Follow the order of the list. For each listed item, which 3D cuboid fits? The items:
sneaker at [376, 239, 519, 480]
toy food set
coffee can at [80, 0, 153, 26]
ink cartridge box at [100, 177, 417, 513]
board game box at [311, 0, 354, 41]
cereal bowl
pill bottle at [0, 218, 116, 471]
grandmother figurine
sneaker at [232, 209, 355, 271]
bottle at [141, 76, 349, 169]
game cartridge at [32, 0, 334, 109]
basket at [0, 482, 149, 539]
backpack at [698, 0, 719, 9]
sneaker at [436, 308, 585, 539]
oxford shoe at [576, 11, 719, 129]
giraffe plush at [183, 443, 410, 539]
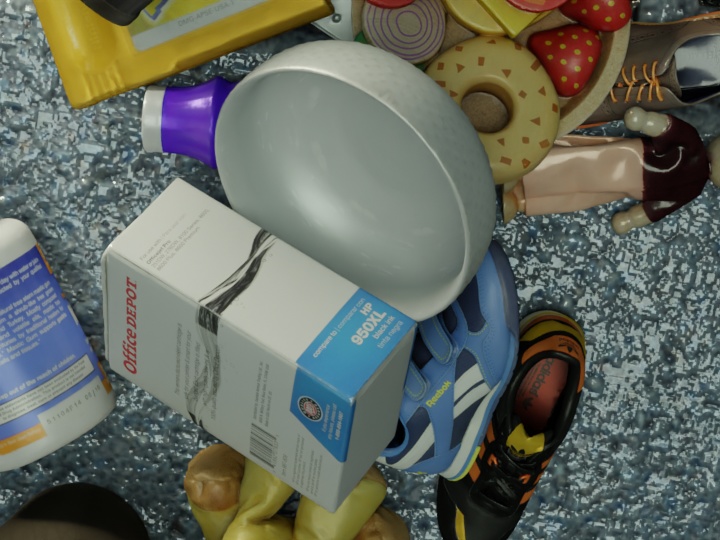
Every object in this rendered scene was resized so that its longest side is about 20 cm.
[{"bbox_3d":[0.056,0.067,1.343,0.082,0.074,0.201,6,123,-17],"label":"sneaker"},{"bbox_3d":[0.085,-0.174,1.289,0.200,0.049,0.198,-43,91,-6],"label":"toy food set"},{"bbox_3d":[-0.121,-0.276,1.229,0.200,0.146,0.147,-37,99,12],"label":"coffee can"},{"bbox_3d":[-0.072,0.050,1.293,0.199,0.084,0.145,31,146,15],"label":"ink cartridge box"},{"bbox_3d":[0.047,-0.240,1.338,0.199,0.026,0.200,33,102,-5],"label":"board game box"},{"bbox_3d":[0.007,-0.067,1.243,0.199,0.083,0.201,25,138,24],"label":"cereal bowl"},{"bbox_3d":[-0.266,0.033,1.366,0.112,0.112,0.201,-24,101,7],"label":"pill bottle"},{"bbox_3d":[0.198,-0.074,1.346,0.199,0.121,0.061,-3,62,2],"label":"grandmother figurine"},{"bbox_3d":[0.000,0.000,1.361,0.199,0.090,0.079,14,101,-3],"label":"sneaker"},{"bbox_3d":[-0.052,-0.101,1.343,0.199,0.084,0.066,4,70,3],"label":"bottle"},{"bbox_3d":[-0.139,-0.227,1.326,0.199,0.032,0.177,-20,94,10],"label":"game cartridge"},{"bbox_3d":[-0.219,0.237,1.365,0.179,0.200,0.137,1,102,0],"label":"basket"},{"bbox_3d":[0.302,-0.253,1.242,0.177,0.200,0.151,16,83,-1],"label":"backpack"},{"bbox_3d":[0.107,0.128,1.387,0.070,0.090,0.201,22,102,-3],"label":"sneaker"},{"bbox_3d":[0.192,-0.140,1.332,0.199,0.073,0.072,-15,102,5],"label":"oxford shoe"},{"bbox_3d":[-0.076,0.222,1.351,0.172,0.162,0.200,37,118,-2],"label":"giraffe plush"}]
